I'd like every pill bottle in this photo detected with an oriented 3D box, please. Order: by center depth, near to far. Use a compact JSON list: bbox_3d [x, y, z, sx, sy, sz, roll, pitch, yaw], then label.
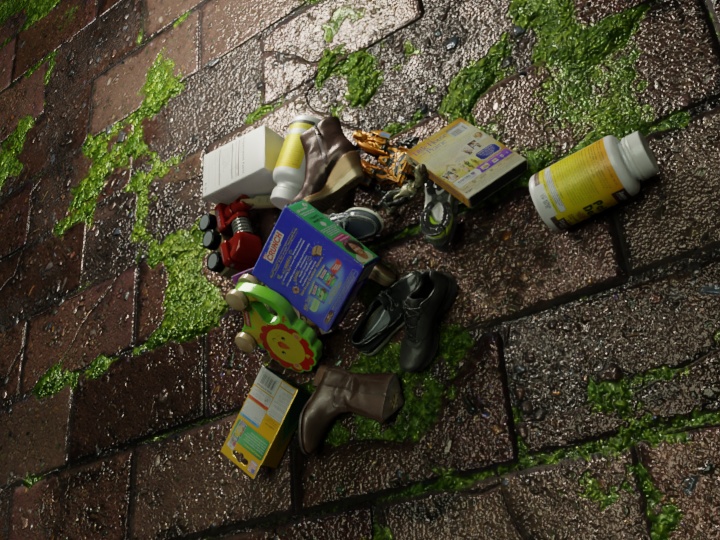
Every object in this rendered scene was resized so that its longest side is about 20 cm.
[{"bbox_3d":[0.395,-0.154,1.409,0.199,0.109,0.110,-28,56,28],"label":"pill bottle"},{"bbox_3d":[-0.131,-0.233,1.853,0.111,0.111,0.202,4,68,39],"label":"pill bottle"}]

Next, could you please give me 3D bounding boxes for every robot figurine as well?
[{"bbox_3d":[0.051,-0.226,1.749,0.199,0.058,0.146,23,89,42],"label":"robot figurine"}]

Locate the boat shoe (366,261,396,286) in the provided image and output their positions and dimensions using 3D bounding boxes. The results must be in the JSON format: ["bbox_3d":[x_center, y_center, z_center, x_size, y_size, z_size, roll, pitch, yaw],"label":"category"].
[{"bbox_3d":[0.000,0.000,1.694,0.200,0.071,0.065,31,96,52],"label":"boat shoe"}]

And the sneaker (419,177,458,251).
[{"bbox_3d":[0.159,-0.124,1.611,0.073,0.081,0.201,5,54,19],"label":"sneaker"}]

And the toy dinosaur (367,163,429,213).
[{"bbox_3d":[0.068,-0.140,1.633,0.048,0.088,0.200,61,150,6],"label":"toy dinosaur"}]

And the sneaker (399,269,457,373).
[{"bbox_3d":[0.109,0.090,1.549,0.075,0.091,0.202,12,81,39],"label":"sneaker"}]

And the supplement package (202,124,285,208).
[{"bbox_3d":[-0.259,-0.233,1.960,0.199,0.121,0.121,-19,60,31],"label":"supplement package"}]

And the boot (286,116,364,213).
[{"bbox_3d":[-0.096,-0.215,1.768,0.199,0.072,0.167,-31,64,10],"label":"boot"}]

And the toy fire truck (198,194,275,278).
[{"bbox_3d":[-0.257,-0.098,1.919,0.200,0.128,0.177,-41,51,31],"label":"toy fire truck"}]

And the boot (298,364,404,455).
[{"bbox_3d":[-0.017,0.277,1.597,0.198,0.064,0.188,5,77,35],"label":"boot"}]

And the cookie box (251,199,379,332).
[{"bbox_3d":[-0.091,-0.011,1.632,0.199,0.075,0.172,37,117,13],"label":"cookie box"}]

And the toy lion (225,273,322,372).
[{"bbox_3d":[-0.167,0.119,1.686,0.190,0.201,0.069,17,47,21],"label":"toy lion"}]

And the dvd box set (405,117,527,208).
[{"bbox_3d":[0.201,-0.210,1.598,0.146,0.030,0.200,-34,47,-16],"label":"dvd box set"}]

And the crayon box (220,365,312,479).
[{"bbox_3d":[-0.196,0.317,1.725,0.125,0.051,0.201,25,88,42],"label":"crayon box"}]

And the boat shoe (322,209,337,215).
[{"bbox_3d":[-0.142,-0.086,1.838,0.199,0.069,0.074,-32,54,24],"label":"boat shoe"}]

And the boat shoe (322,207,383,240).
[{"bbox_3d":[-0.047,-0.086,1.695,0.198,0.076,0.062,3,29,31],"label":"boat shoe"}]

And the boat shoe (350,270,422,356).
[{"bbox_3d":[0.049,0.076,1.618,0.200,0.066,0.075,-48,49,12],"label":"boat shoe"}]

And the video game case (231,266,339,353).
[{"bbox_3d":[-0.161,0.065,1.753,0.199,0.036,0.183,-18,94,32],"label":"video game case"}]
